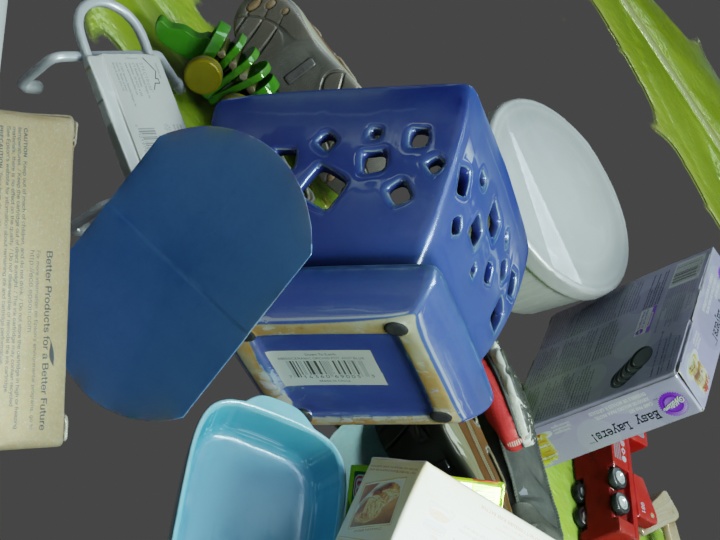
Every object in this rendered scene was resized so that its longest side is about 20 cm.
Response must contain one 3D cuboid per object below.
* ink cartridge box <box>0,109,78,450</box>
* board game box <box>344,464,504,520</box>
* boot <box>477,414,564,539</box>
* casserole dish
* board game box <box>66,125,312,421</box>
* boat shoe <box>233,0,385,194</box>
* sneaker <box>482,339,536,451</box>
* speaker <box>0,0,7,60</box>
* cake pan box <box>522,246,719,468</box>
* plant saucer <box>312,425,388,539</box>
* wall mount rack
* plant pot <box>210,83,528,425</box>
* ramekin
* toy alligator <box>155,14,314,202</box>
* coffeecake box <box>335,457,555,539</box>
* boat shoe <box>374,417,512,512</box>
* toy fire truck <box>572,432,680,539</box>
[{"bbox_3d":[-0.251,0.004,0.924,0.165,0.075,0.200,3,88,-50],"label":"ink cartridge box"},{"bbox_3d":[0.036,0.240,1.111,0.102,0.048,0.200,11,81,-27],"label":"board game box"},{"bbox_3d":[0.134,0.203,1.321,0.200,0.073,0.182,-114,-171,-48],"label":"boot"},{"bbox_3d":[-0.076,0.180,1.083,0.121,0.039,0.200,24,54,-22],"label":"casserole dish"},{"bbox_3d":[-0.113,0.004,1.060,0.158,0.200,0.039,40,3,33],"label":"board game box"},{"bbox_3d":[-0.031,-0.146,1.351,0.200,0.076,0.072,61,11,1],"label":"boat shoe"},{"bbox_3d":[0.070,0.077,1.291,0.200,0.085,0.077,54,-3,35],"label":"sneaker"},{"bbox_3d":[-0.274,-0.156,1.057,0.081,0.081,0.200,26,48,-38],"label":"speaker"},{"bbox_3d":[0.233,0.076,1.429,0.052,0.184,0.200,53,35,-18],"label":"cake pan box"},{"bbox_3d":[0.025,0.207,1.210,0.201,0.039,0.201,30,46,-37],"label":"plant saucer"},{"bbox_3d":[-0.154,-0.096,1.177,0.174,0.075,0.200,-8,73,-49],"label":"wall mount rack"},{"bbox_3d":[0.000,0.000,1.150,0.200,0.200,0.180,64,30,-52],"label":"plant pot"},{"bbox_3d":[0.151,-0.052,1.493,0.202,0.094,0.203,30,46,-36],"label":"ramekin"},{"bbox_3d":[-0.083,-0.137,1.290,0.200,0.054,0.059,49,22,-21],"label":"toy alligator"},{"bbox_3d":[0.042,0.245,1.044,0.153,0.073,0.200,33,71,-23],"label":"coffeecake box"},{"bbox_3d":[0.082,0.166,1.212,0.074,0.076,0.200,-7,73,-56],"label":"boat shoe"},{"bbox_3d":[0.256,0.223,1.471,0.141,0.049,0.200,31,44,-35],"label":"toy fire truck"}]
